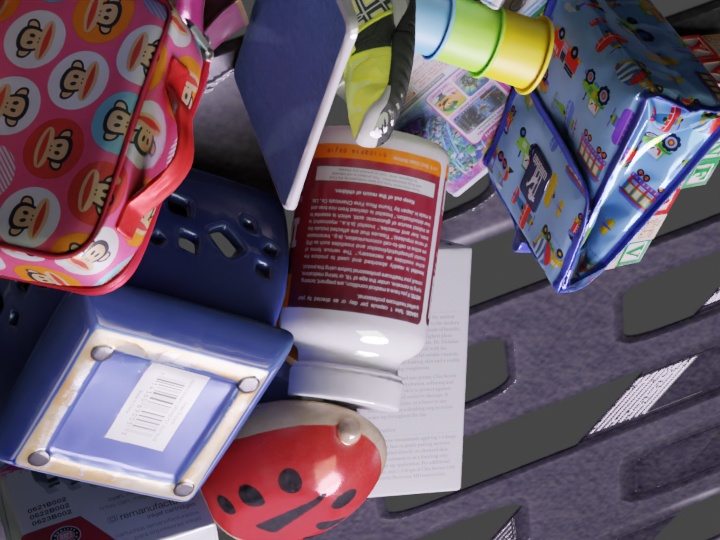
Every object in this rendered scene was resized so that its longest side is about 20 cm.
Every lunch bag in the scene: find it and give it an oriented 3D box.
[{"bbox_3d":[-0.183,-0.089,1.323,0.082,0.176,0.201,47,58,-58],"label":"lunch bag"},{"bbox_3d":[0.169,-0.092,1.544,0.094,0.151,0.200,6,128,-33],"label":"lunch bag"}]

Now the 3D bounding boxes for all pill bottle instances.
[{"bbox_3d":[0.000,0.000,1.534,0.113,0.113,0.201,13,81,-37],"label":"pill bottle"}]

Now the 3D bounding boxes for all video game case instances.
[{"bbox_3d":[0.098,-0.163,1.566,0.200,0.024,0.182,-40,138,12],"label":"video game case"}]

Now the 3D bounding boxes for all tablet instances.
[{"bbox_3d":[-0.045,-0.148,1.392,0.014,0.130,0.200,-9,149,-23],"label":"tablet"}]

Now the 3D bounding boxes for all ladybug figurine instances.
[{"bbox_3d":[-0.057,0.158,1.564,0.135,0.072,0.200,20,149,-20],"label":"ladybug figurine"}]

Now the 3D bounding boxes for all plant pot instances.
[{"bbox_3d":[-0.168,0.046,1.494,0.199,0.180,0.200,17,124,-28],"label":"plant pot"}]

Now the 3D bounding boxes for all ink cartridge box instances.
[{"bbox_3d":[-0.206,0.194,1.626,0.145,0.200,0.145,-16,135,-15],"label":"ink cartridge box"}]

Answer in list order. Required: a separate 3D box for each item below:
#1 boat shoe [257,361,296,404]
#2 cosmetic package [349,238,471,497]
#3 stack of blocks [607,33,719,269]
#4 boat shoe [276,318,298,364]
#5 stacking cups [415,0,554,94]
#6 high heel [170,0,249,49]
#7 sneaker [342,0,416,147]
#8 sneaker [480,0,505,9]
[{"bbox_3d":[-0.092,0.107,1.637,0.073,0.068,0.200,21,146,-6],"label":"boat shoe"},{"bbox_3d":[0.026,0.076,1.656,0.101,0.071,0.201,-1,98,-28],"label":"cosmetic package"},{"bbox_3d":[0.230,-0.093,1.666,0.115,0.059,0.200,-10,139,-35],"label":"stack of blocks"},{"bbox_3d":[-0.023,0.096,1.729,0.200,0.071,0.070,28,127,-34],"label":"boat shoe"},{"bbox_3d":[0.038,-0.182,1.470,0.199,0.061,0.061,16,125,-18],"label":"stacking cups"},{"bbox_3d":[-0.142,-0.195,1.364,0.096,0.067,0.200,-37,143,-6],"label":"high heel"},{"bbox_3d":[-0.003,-0.178,1.391,0.076,0.201,0.075,3,162,-9],"label":"sneaker"},{"bbox_3d":[0.080,-0.279,1.409,0.086,0.075,0.201,13,118,0],"label":"sneaker"}]
